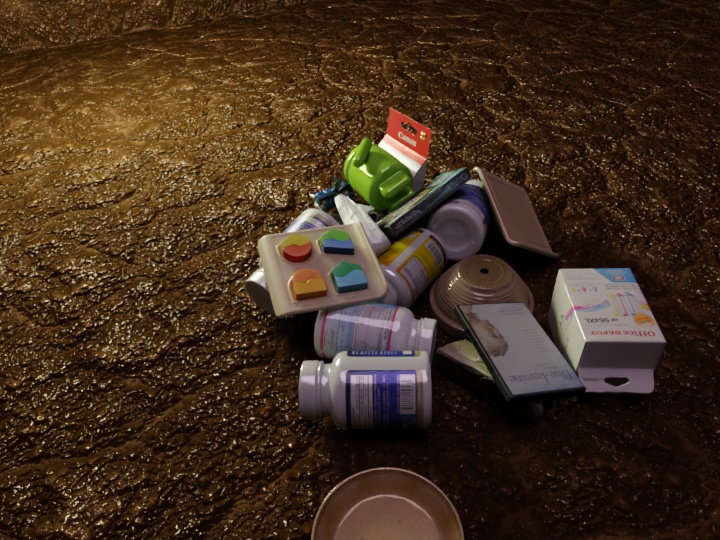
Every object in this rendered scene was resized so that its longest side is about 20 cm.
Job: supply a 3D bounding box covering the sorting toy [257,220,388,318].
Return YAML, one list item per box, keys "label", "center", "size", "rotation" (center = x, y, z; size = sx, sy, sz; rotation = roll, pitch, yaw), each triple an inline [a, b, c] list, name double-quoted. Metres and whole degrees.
- label: "sorting toy"
  center: [-0.069, -0.012, 1.009]
  size: [0.198, 0.037, 0.186]
  rotation: [-12, 51, -13]

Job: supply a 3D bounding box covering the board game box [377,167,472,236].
- label: "board game box"
  center: [0.122, -0.138, 1.176]
  size: [0.199, 0.028, 0.135]
  rotation: [-37, 11, -9]

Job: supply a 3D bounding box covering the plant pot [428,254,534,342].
- label: "plant pot"
  center: [0.229, 0.035, 1.082]
  size: [0.199, 0.093, 0.202]
  rotation: [-2, 39, 1]

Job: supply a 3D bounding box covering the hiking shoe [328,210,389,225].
- label: "hiking shoe"
  center: [-0.023, -0.106, 1.276]
  size: [0.198, 0.076, 0.101]
  rotation: [-11, 44, -8]

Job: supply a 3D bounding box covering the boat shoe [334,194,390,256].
- label: "boat shoe"
  center: [0.004, -0.097, 1.154]
  size: [0.068, 0.072, 0.200]
  rotation: [-27, 38, -2]

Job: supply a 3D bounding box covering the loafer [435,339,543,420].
- label: "loafer"
  center: [0.215, 0.168, 0.938]
  size: [0.199, 0.076, 0.068]
  rotation: [30, 56, 34]

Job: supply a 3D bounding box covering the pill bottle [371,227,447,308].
- label: "pill bottle"
  center: [0.077, 0.010, 1.107]
  size: [0.109, 0.110, 0.200]
  rotation: [23, 47, 28]

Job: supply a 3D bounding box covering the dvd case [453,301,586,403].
- label: "dvd case"
  center: [0.252, 0.125, 0.927]
  size: [0.141, 0.018, 0.201]
  rotation: [-1, 40, -22]

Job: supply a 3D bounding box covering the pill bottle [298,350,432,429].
- label: "pill bottle"
  center: [0.009, 0.186, 0.895]
  size: [0.198, 0.120, 0.120]
  rotation: [0, 40, 3]

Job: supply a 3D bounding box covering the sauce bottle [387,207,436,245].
- label: "sauce bottle"
  center: [0.119, -0.107, 1.277]
  size: [0.064, 0.065, 0.200]
  rotation: [19, 46, 25]

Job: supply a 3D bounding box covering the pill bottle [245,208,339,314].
- label: "pill bottle"
  center: [-0.126, -0.015, 1.121]
  size: [0.119, 0.120, 0.200]
  rotation: [24, 56, 28]

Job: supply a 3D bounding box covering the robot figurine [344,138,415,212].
- label: "robot figurine"
  center: [0.039, -0.212, 1.294]
  size: [0.115, 0.176, 0.200]
  rotation: [-36, 48, -7]

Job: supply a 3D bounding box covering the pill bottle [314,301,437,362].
- label: "pill bottle"
  center: [0.028, 0.111, 0.991]
  size: [0.198, 0.109, 0.109]
  rotation: [8, 41, 12]

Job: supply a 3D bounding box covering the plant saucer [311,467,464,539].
- label: "plant saucer"
  center: [0.035, 0.358, 0.754]
  size: [0.198, 0.036, 0.201]
  rotation: [-1, 40, 1]

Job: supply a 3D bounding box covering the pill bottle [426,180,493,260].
- label: "pill bottle"
  center: [0.221, -0.116, 1.218]
  size: [0.119, 0.121, 0.200]
  rotation: [13, 33, 18]

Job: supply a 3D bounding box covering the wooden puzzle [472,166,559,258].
- label: "wooden puzzle"
  center: [0.318, -0.114, 1.191]
  size: [0.184, 0.037, 0.201]
  rotation: [11, 50, -45]

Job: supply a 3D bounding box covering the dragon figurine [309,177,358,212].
- label: "dragon figurine"
  center: [-0.059, -0.176, 1.322]
  size: [0.099, 0.059, 0.200]
  rotation: [-33, 0, 7]

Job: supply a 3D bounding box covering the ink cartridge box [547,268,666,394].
- label: "ink cartridge box"
  center: [0.406, 0.107, 0.958]
  size: [0.127, 0.126, 0.201]
  rotation: [-1, 39, 2]

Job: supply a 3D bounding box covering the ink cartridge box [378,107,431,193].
- label: "ink cartridge box"
  center: [0.088, -0.258, 1.352]
  size: [0.050, 0.201, 0.161]
  rotation: [-18, 41, -30]
